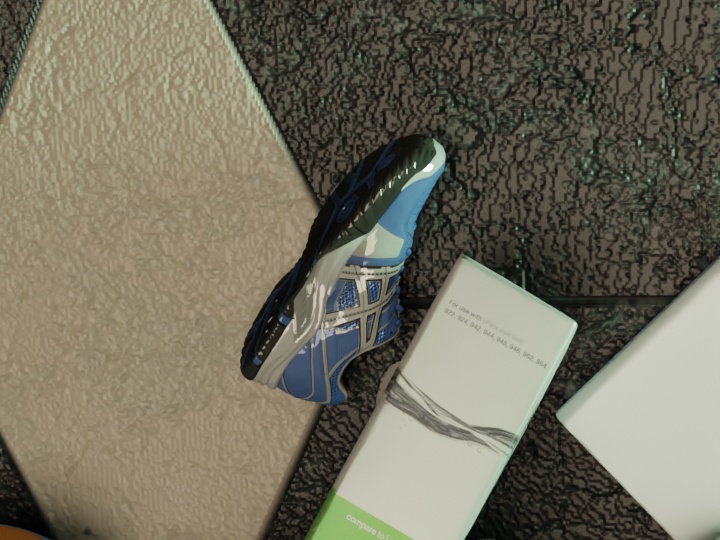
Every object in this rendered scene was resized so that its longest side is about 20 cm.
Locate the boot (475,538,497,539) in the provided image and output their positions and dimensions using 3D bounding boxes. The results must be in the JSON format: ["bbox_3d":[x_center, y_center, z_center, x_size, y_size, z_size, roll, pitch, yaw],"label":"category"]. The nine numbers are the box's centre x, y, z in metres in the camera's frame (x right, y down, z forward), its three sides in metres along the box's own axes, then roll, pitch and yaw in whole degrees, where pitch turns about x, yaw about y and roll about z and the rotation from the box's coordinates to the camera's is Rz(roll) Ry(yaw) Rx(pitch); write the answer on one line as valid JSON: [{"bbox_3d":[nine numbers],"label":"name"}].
[{"bbox_3d":[0.080,0.261,0.884,0.068,0.200,0.190,12,84,2],"label":"boot"}]

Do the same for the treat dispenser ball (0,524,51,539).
[{"bbox_3d":[-0.261,0.274,0.983,0.199,0.201,0.203,2,98,13],"label":"treat dispenser ball"}]

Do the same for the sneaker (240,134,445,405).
[{"bbox_3d":[0.000,0.000,0.961,0.077,0.076,0.201,30,104,-16],"label":"sneaker"}]

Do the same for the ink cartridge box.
[{"bbox_3d":[0.050,0.104,0.891,0.083,0.146,0.201,29,87,8],"label":"ink cartridge box"}]

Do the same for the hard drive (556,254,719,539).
[{"bbox_3d":[0.242,0.071,0.928,0.132,0.025,0.200,45,105,3],"label":"hard drive"}]

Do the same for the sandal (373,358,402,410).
[{"bbox_3d":[0.026,0.160,0.980,0.074,0.045,0.202,6,99,11],"label":"sandal"}]

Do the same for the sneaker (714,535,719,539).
[{"bbox_3d":[0.269,0.191,0.907,0.198,0.088,0.082,-11,103,-12],"label":"sneaker"}]
